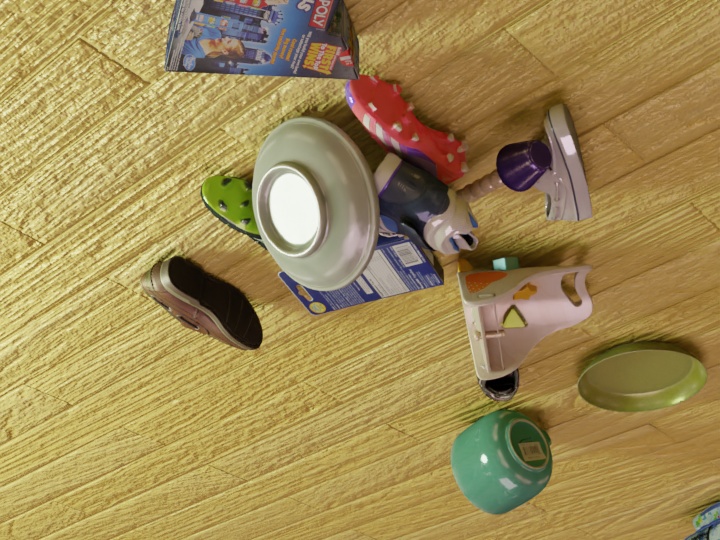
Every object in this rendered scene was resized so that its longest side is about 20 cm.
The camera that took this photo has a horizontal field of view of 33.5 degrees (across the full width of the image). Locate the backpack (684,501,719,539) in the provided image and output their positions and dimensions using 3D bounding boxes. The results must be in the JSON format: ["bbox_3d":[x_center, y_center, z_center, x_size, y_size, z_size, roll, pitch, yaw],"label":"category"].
[{"bbox_3d":[0.730,0.515,2.265,0.181,0.149,0.200,14,148,-19],"label":"backpack"}]

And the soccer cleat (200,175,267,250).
[{"bbox_3d":[-0.123,-0.058,1.496,0.199,0.068,0.081,24,152,-31],"label":"soccer cleat"}]

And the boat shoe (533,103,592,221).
[{"bbox_3d":[0.228,-0.115,1.397,0.065,0.074,0.201,-12,143,11],"label":"boat shoe"}]

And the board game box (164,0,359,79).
[{"bbox_3d":[-0.079,-0.265,1.187,0.197,0.062,0.201,10,145,-15],"label":"board game box"}]

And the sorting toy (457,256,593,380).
[{"bbox_3d":[0.228,0.041,1.617,0.178,0.108,0.201,-11,145,4],"label":"sorting toy"}]

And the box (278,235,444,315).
[{"bbox_3d":[0.000,0.000,1.605,0.198,0.033,0.121,-15,143,18],"label":"box"}]

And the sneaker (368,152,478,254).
[{"bbox_3d":[0.065,-0.056,1.398,0.146,0.081,0.200,35,165,-1],"label":"sneaker"}]

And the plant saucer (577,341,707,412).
[{"bbox_3d":[0.432,0.160,1.844,0.197,0.031,0.201,0,147,0],"label":"plant saucer"}]

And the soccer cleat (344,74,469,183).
[{"bbox_3d":[0.043,-0.152,1.356,0.076,0.067,0.199,-23,143,37],"label":"soccer cleat"}]

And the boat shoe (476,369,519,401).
[{"bbox_3d":[0.209,0.161,1.821,0.066,0.058,0.201,-3,146,5],"label":"boat shoe"}]

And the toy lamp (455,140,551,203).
[{"bbox_3d":[0.147,-0.102,1.399,0.058,0.059,0.199,21,155,-28],"label":"toy lamp"}]

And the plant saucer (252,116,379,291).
[{"bbox_3d":[-0.066,-0.071,1.359,0.050,0.202,0.200,-18,165,-45],"label":"plant saucer"}]

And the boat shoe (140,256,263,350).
[{"bbox_3d":[-0.218,0.049,1.655,0.067,0.073,0.200,-19,132,34],"label":"boat shoe"}]

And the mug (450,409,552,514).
[{"bbox_3d":[0.244,0.295,1.961,0.152,0.186,0.114,39,133,-11],"label":"mug"}]
